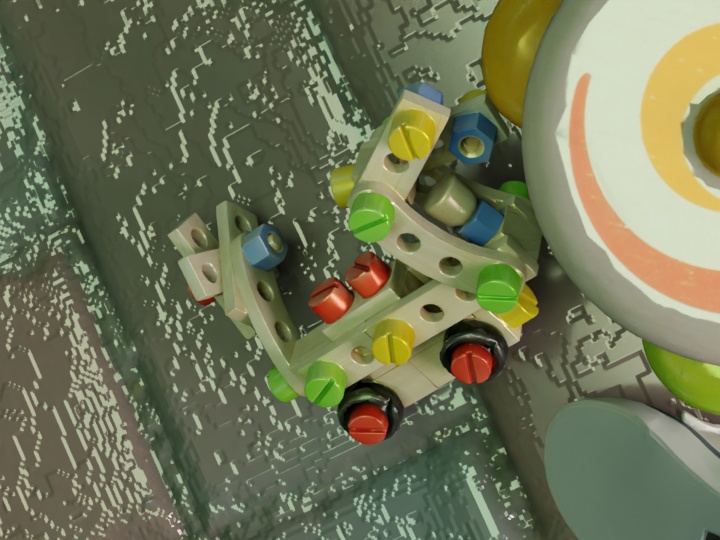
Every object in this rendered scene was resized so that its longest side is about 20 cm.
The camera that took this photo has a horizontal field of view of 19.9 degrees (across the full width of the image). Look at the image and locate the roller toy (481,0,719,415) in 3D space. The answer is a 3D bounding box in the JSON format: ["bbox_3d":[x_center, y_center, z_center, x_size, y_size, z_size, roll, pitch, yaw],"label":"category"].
[{"bbox_3d":[0.161,-0.056,0.818,0.182,0.140,0.200,-28,82,20],"label":"roller toy"}]

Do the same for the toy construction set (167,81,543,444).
[{"bbox_3d":[0.000,0.000,0.897,0.131,0.092,0.200,43,139,-22],"label":"toy construction set"}]

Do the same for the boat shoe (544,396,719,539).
[{"bbox_3d":[0.169,0.103,0.862,0.202,0.086,0.075,21,107,49],"label":"boat shoe"}]
